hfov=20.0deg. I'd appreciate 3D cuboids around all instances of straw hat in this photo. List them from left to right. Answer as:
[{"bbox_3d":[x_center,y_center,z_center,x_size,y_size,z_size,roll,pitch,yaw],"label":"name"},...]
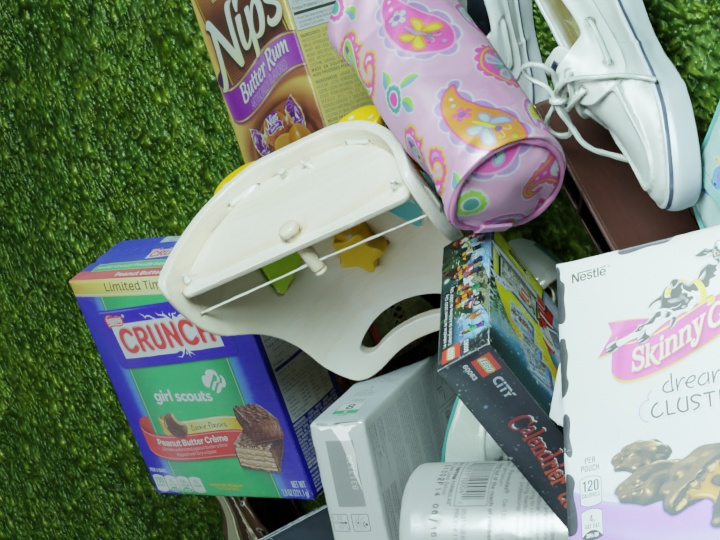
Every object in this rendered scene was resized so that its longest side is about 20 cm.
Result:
[{"bbox_3d":[0.010,0.030,1.557,0.201,0.085,0.201,158,90,-81],"label":"straw hat"}]

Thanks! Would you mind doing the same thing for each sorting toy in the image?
[{"bbox_3d":[0.000,0.000,1.387,0.200,0.107,0.180,-23,126,26],"label":"sorting toy"}]

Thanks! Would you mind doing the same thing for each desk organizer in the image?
[{"bbox_3d":[0.169,-0.020,1.322,0.200,0.077,0.072,62,145,9],"label":"desk organizer"}]

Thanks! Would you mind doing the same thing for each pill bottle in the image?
[{"bbox_3d":[0.135,0.185,1.385,0.200,0.114,0.115,-3,109,18],"label":"pill bottle"}]

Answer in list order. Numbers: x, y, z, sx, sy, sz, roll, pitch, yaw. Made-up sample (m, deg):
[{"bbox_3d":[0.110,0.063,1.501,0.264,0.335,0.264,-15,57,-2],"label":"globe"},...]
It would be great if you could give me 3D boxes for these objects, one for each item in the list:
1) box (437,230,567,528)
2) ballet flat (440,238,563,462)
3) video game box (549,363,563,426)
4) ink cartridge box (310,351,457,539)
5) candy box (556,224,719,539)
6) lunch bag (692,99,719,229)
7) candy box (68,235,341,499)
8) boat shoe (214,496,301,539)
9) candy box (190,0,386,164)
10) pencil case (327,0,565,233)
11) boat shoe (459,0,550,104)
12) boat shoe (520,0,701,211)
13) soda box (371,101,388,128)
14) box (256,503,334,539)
[{"bbox_3d":[0.119,0.083,1.256,0.038,0.137,0.200,-30,115,21],"label":"box"},{"bbox_3d":[0.106,0.079,1.443,0.069,0.069,0.200,25,107,45],"label":"ballet flat"},{"bbox_3d":[0.241,0.083,1.170,0.182,0.200,0.047,35,129,38],"label":"video game box"},{"bbox_3d":[0.037,0.147,1.484,0.050,0.200,0.161,-5,106,25],"label":"ink cartridge box"},{"bbox_3d":[0.191,0.079,1.044,0.168,0.072,0.200,-15,63,31],"label":"candy box"},{"bbox_3d":[0.273,-0.031,1.151,0.200,0.077,0.161,58,144,36],"label":"lunch bag"},{"bbox_3d":[-0.111,0.075,1.589,0.169,0.077,0.200,-3,115,37],"label":"candy box"},{"bbox_3d":[-0.096,0.176,1.808,0.075,0.075,0.203,-18,99,42],"label":"boat shoe"},{"bbox_3d":[-0.055,-0.154,1.451,0.117,0.056,0.200,-11,97,55],"label":"candy box"},{"bbox_3d":[0.050,-0.111,1.281,0.200,0.087,0.088,57,146,38],"label":"pencil case"},{"bbox_3d":[0.079,-0.155,1.381,0.074,0.065,0.200,12,118,50],"label":"boat shoe"},{"bbox_3d":[0.140,-0.120,1.246,0.075,0.086,0.202,101,155,-63],"label":"boat shoe"},{"bbox_3d":[-0.013,-0.172,1.493,0.200,0.068,0.064,45,139,30],"label":"soda box"},{"bbox_3d":[0.003,0.274,1.603,0.124,0.196,0.200,47,141,28],"label":"box"}]
